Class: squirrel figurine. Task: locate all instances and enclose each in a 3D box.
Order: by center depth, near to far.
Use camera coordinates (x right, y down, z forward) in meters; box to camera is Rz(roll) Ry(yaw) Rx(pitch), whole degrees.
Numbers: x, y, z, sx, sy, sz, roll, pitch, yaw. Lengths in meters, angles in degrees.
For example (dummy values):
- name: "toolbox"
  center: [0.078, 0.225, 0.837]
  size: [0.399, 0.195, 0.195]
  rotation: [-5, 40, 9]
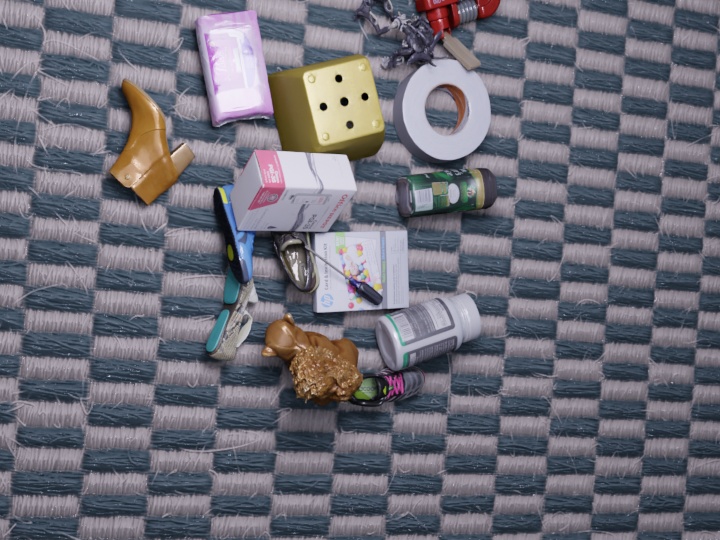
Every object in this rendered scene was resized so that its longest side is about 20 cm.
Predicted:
- name: "squirrel figurine"
  center: [-0.094, 0.166, 1.627]
  size: [0.186, 0.200, 0.142]
  rotation: [41, 88, -26]

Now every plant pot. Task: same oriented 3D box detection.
- name: "plant pot"
  center: [-0.054, -0.309, 1.640]
  size: [0.196, 0.176, 0.205]
  rotation: [-16, 95, -15]

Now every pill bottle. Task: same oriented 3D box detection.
- name: "pill bottle"
  center: [0.138, 0.121, 1.738]
  size: [0.196, 0.113, 0.116]
  rotation: [-16, 96, -18]

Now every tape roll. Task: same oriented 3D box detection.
- name: "tape roll"
  center: [0.168, -0.326, 1.763]
  size: [0.195, 0.066, 0.206]
  rotation: [-1, 92, -17]

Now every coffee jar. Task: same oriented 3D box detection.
- name: "coffee jar"
  center: [0.177, -0.160, 1.750]
  size: [0.195, 0.104, 0.088]
  rotation: [-7, 96, -17]

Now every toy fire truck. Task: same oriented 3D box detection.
- name: "toy fire truck"
  center: [0.214, -0.522, 1.753]
  size: [0.173, 0.128, 0.204]
  rotation: [-19, 108, -16]

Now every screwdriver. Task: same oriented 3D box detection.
- name: "screwdriver"
  center: [-0.032, 0.006, 1.682]
  size: [0.199, 0.028, 0.029]
  rotation: [40, 36, -19]

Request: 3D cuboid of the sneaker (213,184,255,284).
- name: "sneaker"
  center: [-0.221, -0.073, 1.625]
  size: [0.077, 0.066, 0.204]
  rotation: [-5, 66, -28]

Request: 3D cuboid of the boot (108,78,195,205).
- name: "boot"
  center: [-0.415, -0.235, 1.588]
  size: [0.144, 0.071, 0.202]
  rotation: [-43, 107, -14]

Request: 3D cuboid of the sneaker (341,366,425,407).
- name: "sneaker"
  center: [0.046, 0.236, 1.729]
  size: [0.195, 0.087, 0.076]
  rotation: [-5, 93, -17]

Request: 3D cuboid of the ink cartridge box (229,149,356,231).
- name: "ink cartridge box"
  center: [-0.125, -0.145, 1.591]
  size: [0.196, 0.147, 0.084]
  rotation: [-1, 60, -31]

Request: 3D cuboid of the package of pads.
- name: "package of pads"
  center: [-0.241, -0.383, 1.634]
  size: [0.118, 0.075, 0.205]
  rotation: [-11, 95, -17]

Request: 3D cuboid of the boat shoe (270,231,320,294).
- name: "boat shoe"
  center: [-0.131, -0.054, 1.665]
  size: [0.072, 0.065, 0.204]
  rotation: [-25, 86, 2]

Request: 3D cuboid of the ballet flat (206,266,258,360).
- name: "ballet flat"
  center: [-0.238, 0.076, 1.655]
  size: [0.074, 0.067, 0.205]
  rotation: [22, 79, -36]

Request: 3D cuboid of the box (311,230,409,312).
- name: "box"
  center: [0.000, 0.000, 1.734]
  size: [0.195, 0.041, 0.160]
  rotation: [-2, 92, -15]

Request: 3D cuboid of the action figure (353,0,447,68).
- name: "action figure"
  center: [0.085, -0.469, 1.717]
  size: [0.119, 0.102, 0.200]
  rotation: [-43, 84, -16]
